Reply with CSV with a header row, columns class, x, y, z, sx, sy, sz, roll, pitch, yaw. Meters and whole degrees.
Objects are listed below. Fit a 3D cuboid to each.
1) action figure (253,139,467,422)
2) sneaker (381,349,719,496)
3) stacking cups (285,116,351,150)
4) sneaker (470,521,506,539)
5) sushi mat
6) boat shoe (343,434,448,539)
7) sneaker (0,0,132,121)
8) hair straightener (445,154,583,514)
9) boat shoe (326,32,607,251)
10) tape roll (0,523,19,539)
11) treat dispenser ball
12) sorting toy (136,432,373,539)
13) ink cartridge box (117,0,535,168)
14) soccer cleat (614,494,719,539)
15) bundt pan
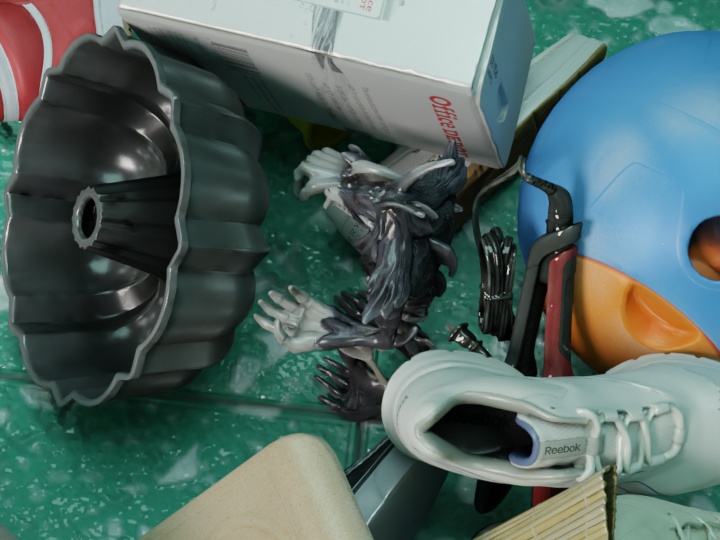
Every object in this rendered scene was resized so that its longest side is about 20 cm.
class,x,y,z,sx,sy,sz,roll,pitch,yaw
action figure,0.000,0.000,1.176,0.102,0.200,0.119,17,59,7
sneaker,0.110,0.082,1.096,0.199,0.087,0.075,0,99,-1
stacking cups,-0.074,-0.158,1.353,0.060,0.061,0.200,-35,66,-22
sneaker,0.103,0.195,1.111,0.075,0.116,0.201,-13,57,-11
sushi mat,0.059,0.170,1.089,0.012,0.200,0.096,19,56,-29
boat shoe,-0.028,0.143,1.165,0.068,0.074,0.200,34,78,24
sneaker,-0.202,-0.174,1.350,0.112,0.071,0.201,-7,61,-11
hair straightener,0.072,0.035,1.155,0.077,0.201,0.041,13,26,30
boat shoe,0.061,-0.082,1.306,0.069,0.071,0.200,41,66,19
tape roll,-0.245,0.186,1.059,0.201,0.139,0.204,-4,65,9
treat dispenser ball,0.184,-0.028,1.202,0.200,0.201,0.202,1,58,-2
sorting toy,-0.058,0.204,1.085,0.200,0.036,0.186,-35,67,23
ink cartridge box,-0.012,-0.132,1.217,0.199,0.147,0.083,14,79,12
soccer cleat,0.183,0.146,1.112,0.077,0.200,0.070,-27,56,33
bundt pan,-0.115,-0.026,1.202,0.075,0.202,0.203,4,53,-35
